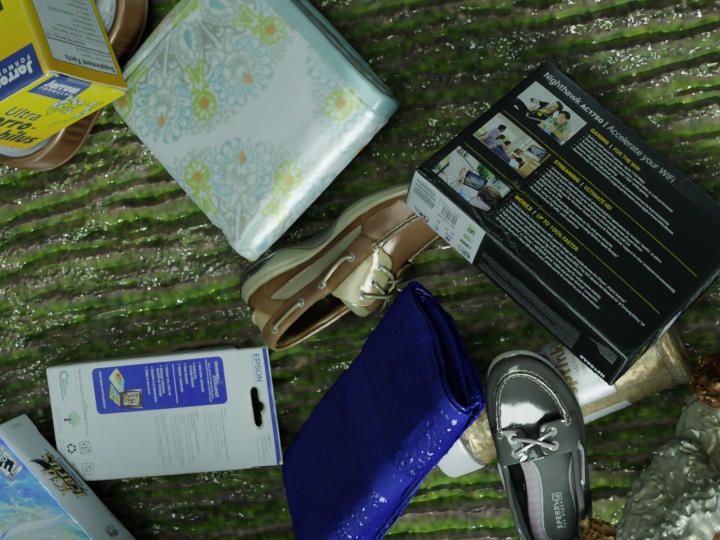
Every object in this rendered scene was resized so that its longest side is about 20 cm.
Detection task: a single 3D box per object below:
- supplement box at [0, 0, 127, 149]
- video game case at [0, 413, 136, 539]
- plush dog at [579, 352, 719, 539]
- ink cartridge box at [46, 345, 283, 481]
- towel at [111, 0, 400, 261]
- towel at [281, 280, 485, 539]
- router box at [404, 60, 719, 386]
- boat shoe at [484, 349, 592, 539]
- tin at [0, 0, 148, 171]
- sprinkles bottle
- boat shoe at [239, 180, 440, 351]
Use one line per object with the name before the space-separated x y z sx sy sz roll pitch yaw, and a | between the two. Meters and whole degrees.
supplement box | -0.282 -0.209 1.186 0.109 0.109 0.200 -26 78 21
video game case | -0.282 0.252 1.275 0.181 0.045 0.200 45 116 8
plush dog | 0.255 0.149 1.075 0.160 0.200 0.172 19 72 47
ink cartridge box | -0.155 0.116 1.250 0.200 0.039 0.100 -5 92 18
towel | -0.088 -0.135 1.193 0.171 0.048 0.200 -47 70 16
towel | 0.015 0.124 1.144 0.050 0.148 0.200 23 120 -26
router box | 0.154 -0.037 1.091 0.200 0.051 0.149 43 64 14
boat shoe | 0.135 0.147 1.107 0.067 0.057 0.200 -12 124 8
tin | -0.251 -0.176 1.251 0.112 0.042 0.200 36 103 24
sprinkles bottle | 0.144 0.088 1.143 0.200 0.068 0.068 -25 87 16
boat shoe | 0.000 0.000 1.170 0.200 0.076 0.074 -30 64 25
